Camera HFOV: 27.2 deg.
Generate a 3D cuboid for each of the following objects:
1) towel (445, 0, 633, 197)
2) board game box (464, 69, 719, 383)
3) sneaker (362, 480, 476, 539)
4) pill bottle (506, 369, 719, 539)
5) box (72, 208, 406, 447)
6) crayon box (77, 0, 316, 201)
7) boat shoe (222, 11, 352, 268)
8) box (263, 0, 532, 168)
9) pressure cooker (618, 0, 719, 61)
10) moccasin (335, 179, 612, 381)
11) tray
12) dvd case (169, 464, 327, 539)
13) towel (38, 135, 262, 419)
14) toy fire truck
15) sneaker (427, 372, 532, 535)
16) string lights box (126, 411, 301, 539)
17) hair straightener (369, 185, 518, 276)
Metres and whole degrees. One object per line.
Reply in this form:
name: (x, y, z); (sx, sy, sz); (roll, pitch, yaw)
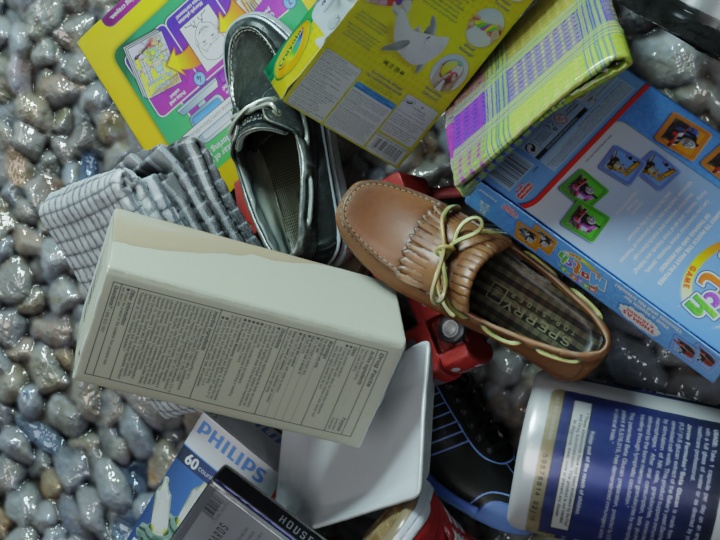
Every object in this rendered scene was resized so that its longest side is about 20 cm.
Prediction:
towel: (0.114, -0.131, 0.978); (0.144, 0.200, 0.023); (-40, 108, 20)
board game box: (0.192, -0.041, 0.979); (0.200, 0.151, 0.037); (37, 150, 16)
sneaker: (0.058, 0.207, 1.048); (0.112, 0.200, 0.071); (42, 86, 6)
pill bottle: (0.205, 0.140, 1.001); (0.199, 0.111, 0.112); (11, 102, 9)
box: (-0.079, 0.039, 0.980); (0.199, 0.078, 0.095); (16, 119, -15)
crayon box: (-0.092, -0.162, 1.129); (0.200, 0.058, 0.173); (-36, 83, 24)
boat shoe: (-0.057, -0.095, 1.039); (0.072, 0.071, 0.201); (-27, 74, 25)
box: (0.040, -0.177, 0.997); (0.200, 0.117, 0.048); (-49, 40, 16)
pressure cooker: (0.267, -0.221, 0.898); (0.176, 0.178, 0.201); (30, 108, 20)
moccasin: (0.073, 0.004, 0.972); (0.201, 0.078, 0.074); (38, 79, 7)
tray: (-0.003, 0.125, 1.048); (0.200, 0.022, 0.108); (-29, 51, 54)
dvd case: (-0.050, 0.243, 1.095); (0.200, 0.025, 0.150); (38, 136, 3)
towel: (-0.138, 0.006, 1.111); (0.165, 0.085, 0.200); (-15, 107, 57)
toy fire truck: (0.000, 0.000, 1.072); (0.141, 0.049, 0.201); (-27, 75, 26)
sneaker: (0.064, 0.108, 1.090); (0.200, 0.070, 0.078); (37, 114, 15)
string lights box: (-0.122, 0.213, 1.190); (0.103, 0.059, 0.200); (36, 110, 15)
hair straightener: (0.044, -0.023, 1.097); (0.199, 0.041, 0.077); (-3, 95, 24)
